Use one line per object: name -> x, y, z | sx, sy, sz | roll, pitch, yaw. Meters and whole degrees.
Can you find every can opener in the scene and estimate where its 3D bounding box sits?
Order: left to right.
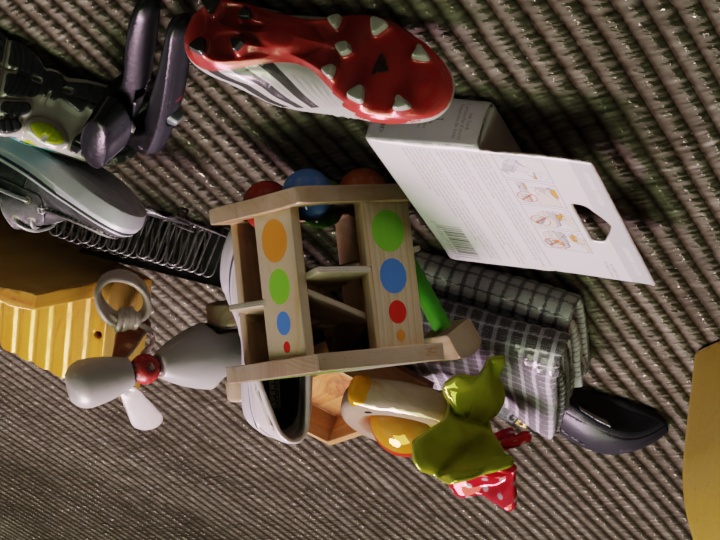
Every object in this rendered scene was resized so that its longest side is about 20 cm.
can opener -> -0.153, -0.137, 1.463 | 0.063, 0.079, 0.200 | 28, 150, -5

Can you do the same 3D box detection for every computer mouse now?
computer mouse -> 0.189, 0.147, 1.943 | 0.199, 0.046, 0.140 | 20, 159, -8

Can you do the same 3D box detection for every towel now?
towel -> 0.109, 0.067, 1.742 | 0.165, 0.086, 0.200 | 13, 160, 13

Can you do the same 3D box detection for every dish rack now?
dish rack -> -0.193, -0.033, 1.718 | 0.153, 0.055, 0.200 | 12, 176, 15

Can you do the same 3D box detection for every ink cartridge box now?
ink cartridge box -> 0.117, -0.059, 1.468 | 0.173, 0.044, 0.200 | 7, 157, 25

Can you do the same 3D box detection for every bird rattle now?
bird rattle -> 0.065, 0.126, 1.686 | 0.162, 0.113, 0.200 | 15, 170, 7

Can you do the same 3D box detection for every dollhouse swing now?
dollhouse swing -> -0.324, 0.043, 1.824 | 0.199, 0.176, 0.183 | 23, 121, 23

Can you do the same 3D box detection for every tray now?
tray -> -0.022, 0.110, 1.826 | 0.098, 0.037, 0.200 | 28, 158, -17

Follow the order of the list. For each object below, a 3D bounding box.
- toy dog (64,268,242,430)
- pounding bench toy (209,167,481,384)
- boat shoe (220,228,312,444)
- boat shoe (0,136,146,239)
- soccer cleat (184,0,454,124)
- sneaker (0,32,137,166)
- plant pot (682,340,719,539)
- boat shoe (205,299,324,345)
toy dog -> -0.171, 0.079, 1.798 | 0.199, 0.133, 0.096 | 12, 171, -23
pounding bench toy -> 0.000, 0.000, 1.587 | 0.199, 0.157, 0.124 | -3, 175, -39
boat shoe -> -0.075, 0.053, 1.726 | 0.072, 0.201, 0.066 | -8, -164, -27
boat shoe -> -0.258, -0.065, 1.607 | 0.199, 0.071, 0.072 | 29, -168, 25
soccer cleat -> -0.025, -0.137, 1.356 | 0.199, 0.069, 0.085 | 14, 169, 20
sneaker -> -0.268, -0.129, 1.562 | 0.199, 0.078, 0.080 | 26, 168, -22
plant pot -> 0.374, 0.170, 1.627 | 0.193, 0.201, 0.195 | 21, 159, -11
boat shoe -> -0.049, 0.077, 1.917 | 0.201, 0.072, 0.060 | 22, 153, -29
